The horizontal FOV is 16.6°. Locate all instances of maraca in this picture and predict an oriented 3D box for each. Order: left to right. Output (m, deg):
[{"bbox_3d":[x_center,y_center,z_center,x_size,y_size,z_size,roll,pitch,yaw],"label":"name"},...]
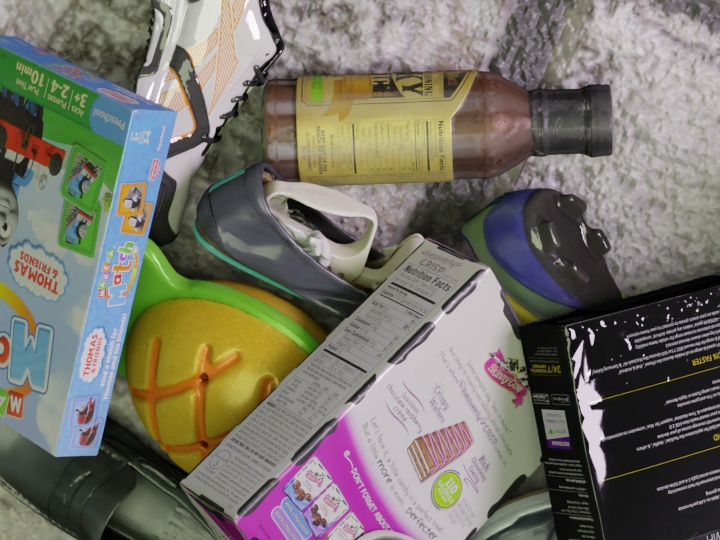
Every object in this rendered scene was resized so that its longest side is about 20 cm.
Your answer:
[{"bbox_3d":[-0.085,0.056,1.413,0.200,0.107,0.137,34,132,1],"label":"maraca"}]

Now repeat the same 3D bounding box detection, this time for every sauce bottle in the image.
[{"bbox_3d":[0.044,-0.082,1.401,0.199,0.065,0.065,-2,103,1],"label":"sauce bottle"}]

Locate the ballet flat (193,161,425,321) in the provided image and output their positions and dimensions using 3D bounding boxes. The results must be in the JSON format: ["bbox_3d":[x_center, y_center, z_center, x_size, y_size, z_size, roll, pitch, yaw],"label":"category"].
[{"bbox_3d":[0.000,0.000,1.397,0.200,0.073,0.073,32,103,-22],"label":"ballet flat"}]

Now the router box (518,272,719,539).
[{"bbox_3d":[0.194,0.081,1.380,0.199,0.051,0.150,-13,95,-28],"label":"router box"}]

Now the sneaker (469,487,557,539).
[{"bbox_3d":[0.164,0.185,1.416,0.199,0.109,0.070,1,134,-7],"label":"sneaker"}]

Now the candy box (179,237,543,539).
[{"bbox_3d":[0.013,0.100,1.357,0.200,0.061,0.137,-43,129,-16],"label":"candy box"}]

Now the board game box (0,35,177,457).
[{"bbox_3d":[-0.183,-0.016,1.392,0.151,0.036,0.201,26,108,41],"label":"board game box"}]

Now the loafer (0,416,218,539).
[{"bbox_3d":[-0.148,0.130,1.452,0.200,0.070,0.068,28,102,-4],"label":"loafer"}]

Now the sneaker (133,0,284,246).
[{"bbox_3d":[-0.088,-0.107,1.395,0.080,0.074,0.201,12,103,-3],"label":"sneaker"}]

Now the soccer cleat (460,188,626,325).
[{"bbox_3d":[0.126,0.040,1.435,0.083,0.065,0.201,-11,115,43],"label":"soccer cleat"}]

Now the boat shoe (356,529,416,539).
[{"bbox_3d":[0.056,0.223,1.348,0.074,0.066,0.200,-37,120,-17],"label":"boat shoe"}]
